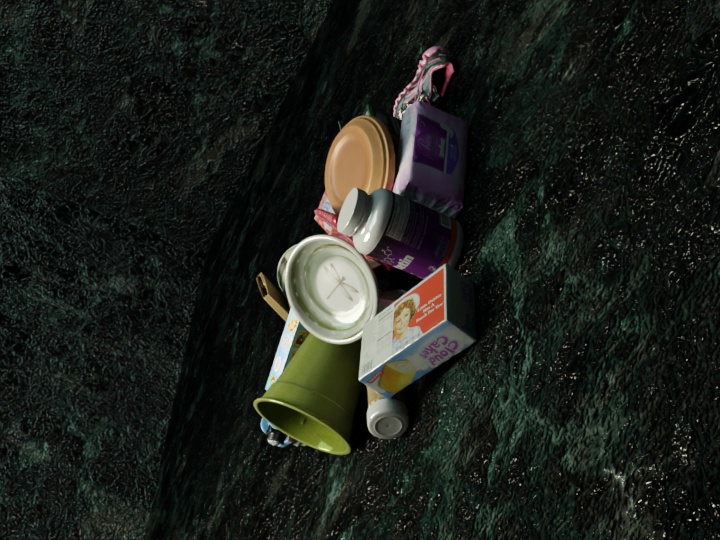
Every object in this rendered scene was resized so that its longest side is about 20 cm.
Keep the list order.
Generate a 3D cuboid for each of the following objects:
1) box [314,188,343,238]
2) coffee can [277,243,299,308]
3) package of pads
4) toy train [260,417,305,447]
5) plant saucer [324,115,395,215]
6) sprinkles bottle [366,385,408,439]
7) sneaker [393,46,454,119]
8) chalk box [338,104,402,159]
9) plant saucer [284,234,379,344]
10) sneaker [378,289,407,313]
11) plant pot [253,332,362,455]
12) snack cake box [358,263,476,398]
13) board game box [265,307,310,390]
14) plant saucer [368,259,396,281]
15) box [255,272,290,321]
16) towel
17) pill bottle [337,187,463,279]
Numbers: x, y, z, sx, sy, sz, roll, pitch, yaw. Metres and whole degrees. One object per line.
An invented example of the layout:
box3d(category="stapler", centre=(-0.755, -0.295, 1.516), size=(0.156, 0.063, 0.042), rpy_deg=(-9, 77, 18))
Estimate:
box3d(category="box", centre=(-0.032, -0.129, 1.962), size=(0.104, 0.093, 0.200), rpy_deg=(-67, 17, 7))
box3d(category="coffee can", centre=(-0.103, 0.029, 1.920), size=(0.149, 0.144, 0.200), rpy_deg=(-66, 17, 8))
box3d(category="package of pads", centre=(0.124, -0.191, 1.520), size=(0.076, 0.119, 0.203), rpy_deg=(-45, 30, 51))
box3d(category="toy train", centre=(-0.134, 0.273, 1.794), size=(0.087, 0.112, 0.203), rpy_deg=(136, 150, -59))
box3d(category="plant saucer", centre=(-0.009, -0.179, 1.552), size=(0.199, 0.037, 0.205), rpy_deg=(-6, 83, 55))
box3d(category="sprinkles bottle", centre=(0.041, 0.185, 1.440), size=(0.069, 0.067, 0.202), rpy_deg=(-57, 21, 32))
box3d(category="sneaker", centre=(0.134, -0.356, 1.770), size=(0.203, 0.078, 0.096), rpy_deg=(-65, 29, 19))
box3d(category="chalk box", centre=(0.040, -0.230, 1.682), size=(0.125, 0.197, 0.125), rpy_deg=(-61, 19, 24))
box3d(category="plant saucer", centre=(-0.044, 0.029, 1.539), size=(0.050, 0.200, 0.202), rpy_deg=(-28, -25, -55))
box3d(category="sneaker", centre=(0.039, 0.086, 1.578), size=(0.199, 0.077, 0.102), rpy_deg=(8, 106, 63))
box3d(category="plant pot", centre=(-0.069, 0.208, 1.599), size=(0.192, 0.198, 0.200), rpy_deg=(-63, 14, -24))
box3d(category="snack cake box", centre=(0.086, 0.096, 1.331), size=(0.199, 0.067, 0.116), rpy_deg=(-38, 30, 35))
box3d(category="board game box", centre=(-0.096, 0.148, 1.699), size=(0.036, 0.150, 0.203), rpy_deg=(30, 107, 39))
box3d(category="plant saucer", centre=(0.000, 0.000, 1.656), size=(0.035, 0.197, 0.200), rpy_deg=(68, 167, -12))
box3d(category="box", centre=(-0.153, 0.101, 1.921), size=(0.021, 0.200, 0.164), rpy_deg=(-41, 20, 1))
box3d(category="towel", centre=(-0.013, -0.058, 1.553), size=(0.023, 0.144, 0.200), rpy_deg=(-51, 15, -2))
box3d(category="pill bottle", centre=(0.065, -0.063, 1.423), size=(0.113, 0.197, 0.114), rpy_deg=(-56, 21, 35))
